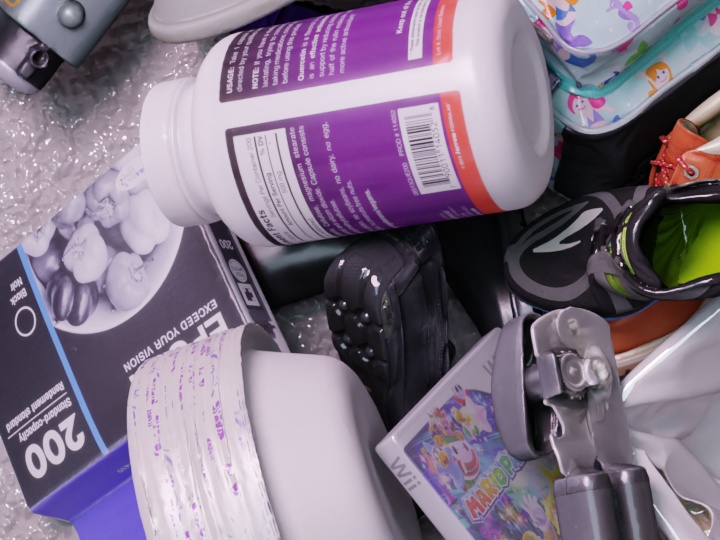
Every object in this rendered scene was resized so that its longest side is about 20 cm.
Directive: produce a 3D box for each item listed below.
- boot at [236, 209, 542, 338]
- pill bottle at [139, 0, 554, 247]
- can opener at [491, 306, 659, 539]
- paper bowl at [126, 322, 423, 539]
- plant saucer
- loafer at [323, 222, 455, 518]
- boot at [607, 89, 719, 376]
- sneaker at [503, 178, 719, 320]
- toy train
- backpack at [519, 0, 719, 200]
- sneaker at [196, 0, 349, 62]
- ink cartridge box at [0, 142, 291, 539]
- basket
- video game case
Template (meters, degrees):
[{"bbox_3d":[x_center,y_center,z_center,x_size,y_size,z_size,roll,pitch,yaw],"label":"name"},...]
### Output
[{"bbox_3d":[0.000,-0.001,1.101,0.198,0.066,0.166,-12,65,8],"label":"boot"},{"bbox_3d":[-0.007,-0.075,0.967,0.198,0.112,0.114,-8,76,21],"label":"pill bottle"},{"bbox_3d":[0.110,0.118,0.941,0.067,0.053,0.202,-20,75,51],"label":"can opener"},{"bbox_3d":[-0.033,0.124,0.954,0.103,0.201,0.202,-21,74,8],"label":"paper bowl"},{"bbox_3d":[-0.044,-0.204,1.073,0.199,0.200,0.050,-29,113,8],"label":"plant saucer"},{"bbox_3d":[0.024,0.060,1.036,0.070,0.202,0.068,-34,48,-31],"label":"loafer"},{"bbox_3d":[0.171,-0.027,1.034,0.199,0.107,0.075,-37,33,1],"label":"boot"},{"bbox_3d":[0.146,-0.017,0.947,0.199,0.082,0.072,-5,75,47],"label":"sneaker"},{"bbox_3d":[-0.166,-0.195,1.160,0.200,0.085,0.114,-50,27,1],"label":"toy train"},{"bbox_3d":[0.118,-0.162,1.063,0.177,0.151,0.200,-36,61,-19],"label":"backpack"},{"bbox_3d":[-0.030,-0.126,1.128,0.099,0.070,0.200,-28,45,-15],"label":"sneaker"},{"bbox_3d":[-0.136,0.055,1.109,0.198,0.043,0.201,-36,71,27],"label":"ink cartridge box"},{"bbox_3d":[0.236,0.073,0.994,0.200,0.123,0.136,-41,71,3],"label":"basket"},{"bbox_3d":[0.103,0.137,0.983,0.018,0.143,0.200,-39,90,34],"label":"video game case"}]
